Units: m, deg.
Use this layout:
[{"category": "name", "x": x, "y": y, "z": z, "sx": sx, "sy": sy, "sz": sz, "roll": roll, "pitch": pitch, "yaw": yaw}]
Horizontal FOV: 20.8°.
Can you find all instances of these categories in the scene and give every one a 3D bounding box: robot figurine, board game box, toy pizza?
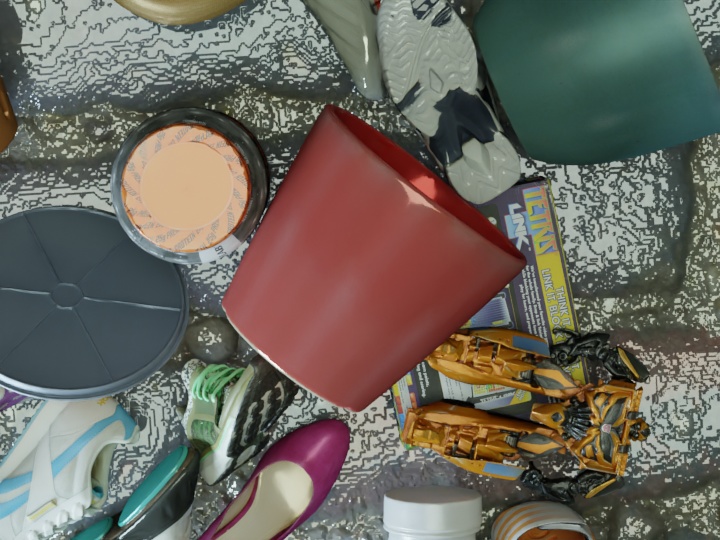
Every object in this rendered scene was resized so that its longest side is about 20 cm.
[{"category": "robot figurine", "x": 0.140, "y": 0.114, "z": 1.593, "sx": 0.200, "sy": 0.058, "sz": 0.145, "roll": 11, "pitch": 94, "yaw": -3}, {"category": "board game box", "x": 0.095, "y": 0.034, "z": 1.644, "sx": 0.165, "sy": 0.057, "sz": 0.200, "roll": -11, "pitch": 94, "yaw": -3}, {"category": "toy pizza", "x": -0.240, "y": 0.029, "z": 1.596, "sx": 0.200, "sy": 0.032, "sz": 0.200, "roll": 6, "pitch": 50, "yaw": -7}]

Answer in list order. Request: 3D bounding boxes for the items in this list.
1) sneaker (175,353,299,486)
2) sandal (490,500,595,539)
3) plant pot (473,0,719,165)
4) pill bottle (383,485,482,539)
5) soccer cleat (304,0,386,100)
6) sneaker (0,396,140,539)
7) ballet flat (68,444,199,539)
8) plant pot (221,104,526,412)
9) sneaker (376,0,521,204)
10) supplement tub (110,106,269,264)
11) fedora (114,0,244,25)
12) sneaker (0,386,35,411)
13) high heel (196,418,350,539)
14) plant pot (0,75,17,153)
[{"category": "sneaker", "x": -0.115, "y": 0.106, "z": 1.589, "sx": 0.077, "sy": 0.200, "sz": 0.089, "roll": -38, "pitch": 79, "yaw": -31}, {"category": "sandal", "x": 0.159, "y": 0.231, "z": 1.588, "sx": 0.079, "sy": 0.207, "sz": 0.059, "roll": -28, "pitch": 119, "yaw": -3}, {"category": "plant pot", "x": 0.185, "y": -0.176, "z": 1.567, "sx": 0.161, "sy": 0.201, "sz": 0.201, "roll": -22, "pitch": 95, "yaw": 11}, {"category": "pill bottle", "x": 0.059, "y": 0.285, "z": 1.634, "sx": 0.112, "sy": 0.112, "sz": 0.200, "roll": -1, "pitch": 95, "yaw": -1}, {"category": "soccer cleat", "x": -0.024, "y": -0.233, "z": 1.618, "sx": 0.077, "sy": 0.069, "sz": 0.200, "roll": -15, "pitch": 88, "yaw": 5}, {"category": "sneaker", "x": -0.263, "y": 0.189, "z": 1.631, "sx": 0.081, "sy": 0.077, "sz": 0.200, "roll": 34, "pitch": 93, "yaw": 11}, {"category": "ballet flat", "x": -0.187, "y": 0.221, "z": 1.635, "sx": 0.200, "sy": 0.068, "sz": 0.068, "roll": -39, "pitch": 107, "yaw": 24}, {"category": "plant pot", "x": 0.000, "y": 0.000, "z": 1.523, "sx": 0.200, "sy": 0.200, "sz": 0.177, "roll": 37, "pitch": 98, "yaw": -4}, {"category": "sneaker", "x": 0.058, "y": -0.161, "z": 1.583, "sx": 0.079, "sy": 0.130, "sz": 0.199, "roll": -34, "pitch": 121, "yaw": 4}, {"category": "supplement tub", "x": -0.133, "y": -0.069, "z": 1.557, "sx": 0.122, "sy": 0.200, "sz": 0.123, "roll": 0, "pitch": 95, "yaw": -2}, {"category": "fedora", "x": -0.140, "y": -0.300, "z": 1.592, "sx": 0.200, "sy": 0.082, "sz": 0.201, "roll": 1, "pitch": 97, "yaw": 7}, {"category": "sneaker", "x": -0.287, "y": 0.082, "z": 1.609, "sx": 0.200, "sy": 0.114, "sz": 0.073, "roll": -32, "pitch": 93, "yaw": 0}, {"category": "high heel", "x": -0.083, "y": 0.203, "z": 1.631, "sx": 0.200, "sy": 0.096, "sz": 0.067, "roll": -40, "pitch": 94, "yaw": 2}, {"category": "plant pot", "x": -0.367, "y": -0.135, "z": 1.560, "sx": 0.200, "sy": 0.200, "sz": 0.140, "roll": -31, "pitch": 110, "yaw": 1}]
